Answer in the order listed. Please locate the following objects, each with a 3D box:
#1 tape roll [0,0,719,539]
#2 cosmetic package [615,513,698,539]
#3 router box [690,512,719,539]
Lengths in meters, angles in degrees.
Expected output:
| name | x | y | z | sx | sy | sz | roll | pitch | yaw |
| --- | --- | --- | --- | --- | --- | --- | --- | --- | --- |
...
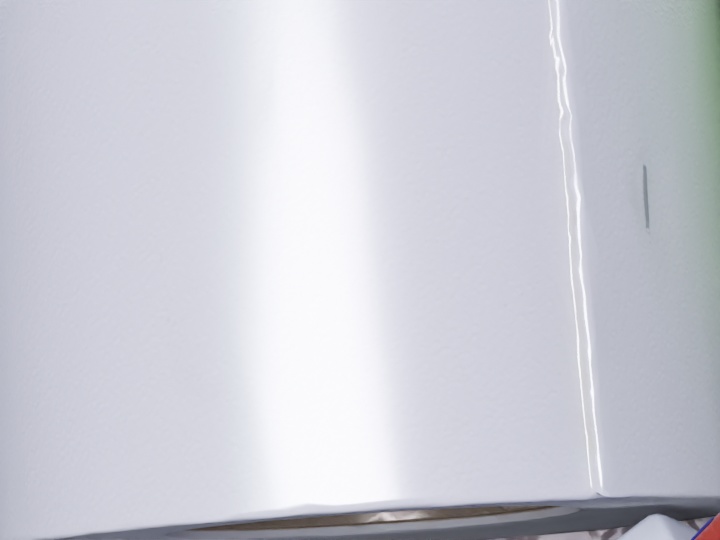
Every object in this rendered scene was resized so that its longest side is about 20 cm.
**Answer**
| name | x | y | z | sx | sy | sz | roll | pitch | yaw |
| --- | --- | --- | --- | --- | --- | --- | --- | --- | --- |
| tape roll | 0.000 | 0.000 | 0.749 | 0.203 | 0.203 | 0.139 | -6 | 81 | 15 |
| cosmetic package | 0.039 | 0.166 | 0.747 | 0.200 | 0.071 | 0.101 | -39 | 48 | 22 |
| router box | 0.090 | 0.189 | 0.644 | 0.179 | 0.049 | 0.200 | 37 | 109 | 11 |
